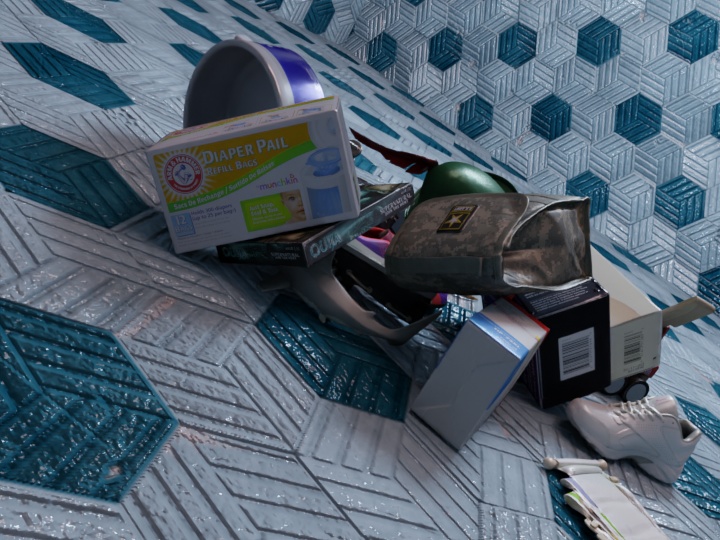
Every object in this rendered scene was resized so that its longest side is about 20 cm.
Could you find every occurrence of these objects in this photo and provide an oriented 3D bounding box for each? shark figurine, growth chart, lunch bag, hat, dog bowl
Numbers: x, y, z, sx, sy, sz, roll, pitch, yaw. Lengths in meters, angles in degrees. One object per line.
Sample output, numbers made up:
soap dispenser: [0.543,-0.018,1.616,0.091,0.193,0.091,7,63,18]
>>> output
shark figurine: [-0.021,0.013,0.808,0.213,0.090,0.128,35,20,16]
growth chart: [0.271,0.262,0.750,0.143,0.018,0.201,18,24,-35]
lunch bag: [0.144,-0.028,0.826,0.162,0.120,0.198,2,10,45]
hat: [0.123,-0.140,0.989,0.199,0.178,0.165,-37,48,-22]
dog bowl: [-0.133,-0.176,0.902,0.078,0.203,0.200,-10,44,-47]

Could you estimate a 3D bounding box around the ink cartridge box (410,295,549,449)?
ink cartridge box: [0.139,0.100,0.791,0.067,0.117,0.199,36,20,17]

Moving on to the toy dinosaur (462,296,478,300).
toy dinosaur: [0.119,-0.018,1.112,0.060,0.104,0.203,-140,-150,-70]

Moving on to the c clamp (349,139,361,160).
c clamp: [-0.039,-0.133,1.035,0.167,0.201,0.028,9,59,8]

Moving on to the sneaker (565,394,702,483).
sneaker: [0.347,0.189,0.921,0.197,0.100,0.078,23,20,-23]

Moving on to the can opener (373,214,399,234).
can opener: [-0.009,-0.094,0.992,0.063,0.078,0.201,41,-8,50]

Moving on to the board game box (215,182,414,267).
board game box: [-0.046,-0.055,0.811,0.133,0.029,0.199,2,24,38]

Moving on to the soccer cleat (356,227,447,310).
soccer cleat: [0.044,-0.012,0.984,0.197,0.074,0.068,26,19,-16]

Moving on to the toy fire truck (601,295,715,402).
toy fire truck: [0.410,0.091,1.105,0.174,0.202,0.129,22,20,-24]

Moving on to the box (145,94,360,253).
box: [-0.106,-0.103,0.763,0.196,0.115,0.102,-12,21,4]

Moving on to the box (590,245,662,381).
box: [0.328,0.049,1.013,0.076,0.096,0.201,-16,31,-6]

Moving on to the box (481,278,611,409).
box: [0.240,0.055,0.975,0.102,0.150,0.201,-17,31,-6]

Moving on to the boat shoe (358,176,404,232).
boat shoe: [0.036,-0.096,1.184,0.197,0.075,0.068,28,32,17]

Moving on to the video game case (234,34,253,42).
video game case: [-0.128,-0.182,0.969,0.022,0.184,0.200,-11,45,-45]

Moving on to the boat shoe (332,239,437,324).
boat shoe: [0.000,0.000,0.907,0.197,0.061,0.074,29,12,-2]
